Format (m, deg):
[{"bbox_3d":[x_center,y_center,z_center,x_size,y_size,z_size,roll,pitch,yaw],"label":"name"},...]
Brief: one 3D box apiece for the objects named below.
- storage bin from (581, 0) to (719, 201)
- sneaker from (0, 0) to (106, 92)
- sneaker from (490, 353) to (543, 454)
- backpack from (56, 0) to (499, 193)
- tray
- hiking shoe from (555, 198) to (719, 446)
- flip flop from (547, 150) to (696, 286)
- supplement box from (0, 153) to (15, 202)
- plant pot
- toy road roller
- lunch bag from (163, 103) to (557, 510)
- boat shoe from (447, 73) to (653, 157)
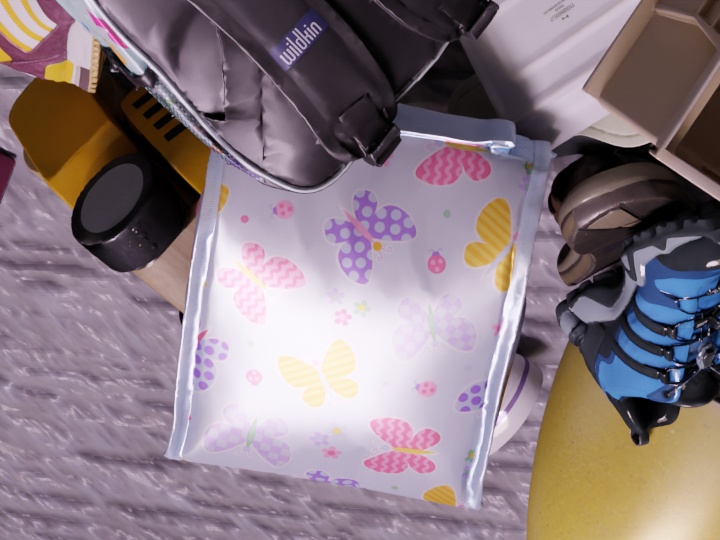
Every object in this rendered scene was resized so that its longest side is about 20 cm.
[{"bbox_3d":[0.231,-0.091,1.233,0.200,0.199,0.094,32,-175,-24],"label":"storage bin"},{"bbox_3d":[-0.168,-0.155,1.521,0.090,0.075,0.200,13,152,0],"label":"sneaker"},{"bbox_3d":[0.012,0.068,1.829,0.114,0.073,0.200,39,147,-29],"label":"sneaker"},{"bbox_3d":[-0.056,-0.157,1.328,0.200,0.178,0.150,42,176,-37],"label":"backpack"},{"bbox_3d":[0.098,-0.126,1.391,0.200,0.022,0.108,-32,83,57],"label":"tray"},{"bbox_3d":[0.167,0.021,1.514,0.087,0.074,0.200,64,161,10],"label":"hiking shoe"},{"bbox_3d":[0.126,-0.037,1.537,0.081,0.058,0.200,-27,170,4],"label":"flip flop"},{"bbox_3d":[-0.295,-0.018,1.849,0.110,0.086,0.200,25,153,-10],"label":"supplement box"},{"bbox_3d":[0.172,0.137,1.681,0.199,0.142,0.200,31,-178,-1],"label":"plant pot"},{"bbox_3d":[-0.085,-0.062,1.626,0.123,0.146,0.200,41,-177,-37],"label":"toy road roller"},{"bbox_3d":[0.000,0.000,1.480,0.169,0.127,0.201,8,127,-1],"label":"lunch bag"},{"bbox_3d":[0.124,-0.092,1.465,0.199,0.066,0.075,-28,83,54],"label":"boat shoe"}]
